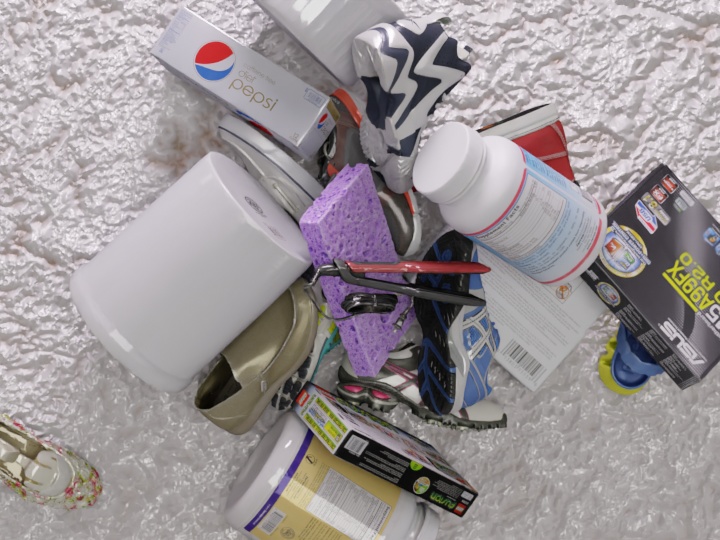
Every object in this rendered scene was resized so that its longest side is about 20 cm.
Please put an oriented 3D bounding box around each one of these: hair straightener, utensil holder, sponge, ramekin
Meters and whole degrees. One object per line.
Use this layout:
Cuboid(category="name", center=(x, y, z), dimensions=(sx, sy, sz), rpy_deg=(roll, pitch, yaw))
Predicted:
Cuboid(category="hair straightener", center=(0.036, 0.028, 1.612), dimensions=(0.200, 0.041, 0.077), rpy_deg=(1, 100, -20))
Cuboid(category="utensil holder", center=(-0.173, -0.001, 1.640), dimensions=(0.200, 0.170, 0.170), rpy_deg=(-43, 97, 11))
Cuboid(category="sponge", center=(0.000, 0.000, 1.671), dimensions=(0.112, 0.030, 0.200), rpy_deg=(-51, 133, -43))
Cuboid(category="ramekin", center=(-0.044, -0.287, 1.664), dimensions=(0.200, 0.200, 0.098), rpy_deg=(43, 94, -7))

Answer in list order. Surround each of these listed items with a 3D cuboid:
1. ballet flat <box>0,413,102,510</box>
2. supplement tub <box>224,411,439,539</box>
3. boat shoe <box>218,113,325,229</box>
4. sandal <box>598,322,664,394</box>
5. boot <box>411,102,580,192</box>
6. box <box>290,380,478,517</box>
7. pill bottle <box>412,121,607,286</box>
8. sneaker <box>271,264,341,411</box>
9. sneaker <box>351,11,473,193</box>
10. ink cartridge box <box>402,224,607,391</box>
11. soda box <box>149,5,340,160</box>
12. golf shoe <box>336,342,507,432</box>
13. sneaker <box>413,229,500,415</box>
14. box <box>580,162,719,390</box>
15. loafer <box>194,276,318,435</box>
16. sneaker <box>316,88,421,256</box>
Cuboid(category="ballet flat", center=(-0.369, 0.202, 1.695), dimensions=(0.200, 0.064, 0.076), rpy_deg=(30, 87, -9))
Cuboid(category="supplement tub", center=(-0.030, 0.260, 1.706), dimensions=(0.200, 0.145, 0.145), rpy_deg=(34, 87, -8))
Cuboid(category="boat shoe", center=(-0.088, -0.087, 1.726), dimensions=(0.200, 0.072, 0.066), rpy_deg=(43, 85, -18))
Cuboid(category="sandal", center=(0.330, 0.045, 1.784), dimensions=(0.079, 0.087, 0.200), rpy_deg=(11, 88, -7))
Cuboid(category="boot", center=(0.148, -0.087, 1.762), dimensions=(0.200, 0.072, 0.144), rpy_deg=(-20, 99, -8))
Cuboid(category="box", center=(0.027, 0.192, 1.689), dimensions=(0.200, 0.110, 0.035), rpy_deg=(31, 97, -36))
Cuboid(category="pill bottle", center=(0.153, -0.071, 1.637), dimensions=(0.200, 0.109, 0.109), rpy_deg=(31, 87, -31))
Cuboid(category="sneaker", center=(-0.040, 0.068, 1.732), dimensions=(0.080, 0.077, 0.200), rpy_deg=(17, 106, -45))
Cuboid(category="sneaker", center=(0.066, -0.181, 1.642), dimensions=(0.129, 0.079, 0.199), rpy_deg=(-28, 128, -21))
Cuboid(category="ink cartridge box", center=(0.176, 0.008, 1.759), dimensions=(0.200, 0.044, 0.174), rpy_deg=(42, 90, -16))
Cuboid(category="soda box", center=(-0.122, -0.199, 1.684), dimensions=(0.200, 0.068, 0.064), rpy_deg=(34, 87, 14))
Cuboid(category="golf shoe", center=(0.074, 0.127, 1.754), dimensions=(0.200, 0.077, 0.088), rpy_deg=(16, 83, -9))
Cuboid(category="sneaker", center=(0.107, 0.053, 1.706), dimensions=(0.077, 0.076, 0.200), rpy_deg=(-4, 102, -37))
Cuboid(category="box", center=(0.343, 0.005, 1.735), dimensions=(0.160, 0.044, 0.200), rpy_deg=(-40, 87, -28))
Cuboid(category="loafer", center=(-0.113, 0.093, 1.691), dimensions=(0.068, 0.076, 0.200), rpy_deg=(13, 115, -41))
Cuboid(category="sneaker", center=(-0.007, -0.097, 1.726), dimensions=(0.082, 0.077, 0.200), rpy_deg=(-26, 84, -27))
